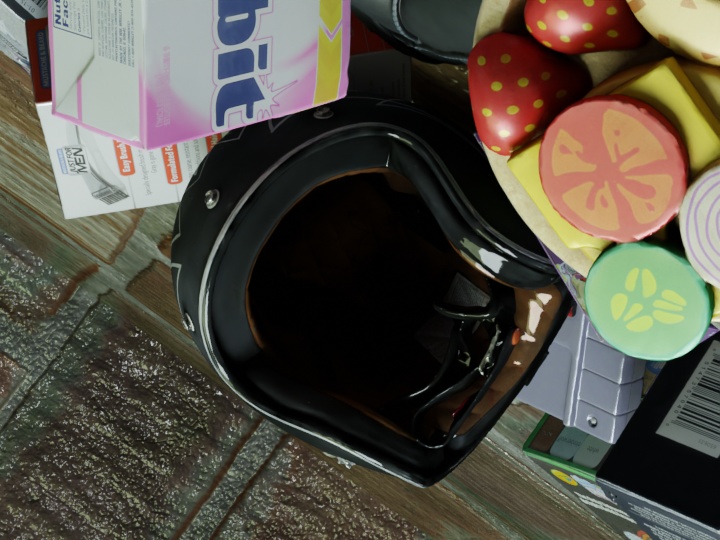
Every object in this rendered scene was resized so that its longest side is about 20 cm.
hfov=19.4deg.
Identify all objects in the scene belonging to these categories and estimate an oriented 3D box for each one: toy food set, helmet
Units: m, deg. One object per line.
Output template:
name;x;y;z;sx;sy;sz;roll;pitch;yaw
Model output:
toy food set;0.135;-0.064;0.812;0.200;0.049;0.198;-33;98;33
helmet;0.000;0.000;1.088;0.190;0.200;0.200;35;169;14

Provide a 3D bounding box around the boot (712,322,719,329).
boot;0.192;-0.008;0.966;0.182;0.073;0.200;41;169;33

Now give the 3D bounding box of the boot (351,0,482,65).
boot;0.035;-0.142;0.979;0.198;0.073;0.162;35;173;-37

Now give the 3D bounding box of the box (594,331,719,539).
box;0.256;0.127;1.258;0.104;0.148;0.200;20;163;48

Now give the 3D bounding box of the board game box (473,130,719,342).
board game box;0.125;-0.016;1.069;0.120;0.032;0.200;63;-164;12

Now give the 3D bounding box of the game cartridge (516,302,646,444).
game cartridge;0.099;0.016;1.337;0.200;0.038;0.130;24;121;41

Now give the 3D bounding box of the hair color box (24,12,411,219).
hair color box;-0.074;-0.096;1.150;0.111;0.199;0.064;88;171;-58

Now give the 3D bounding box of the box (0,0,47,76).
box;-0.149;-0.165;1.245;0.200;0.132;0.115;41;168;-28

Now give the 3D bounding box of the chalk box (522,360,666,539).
chalk box;0.204;0.111;1.402;0.200;0.124;0.125;42;167;-26

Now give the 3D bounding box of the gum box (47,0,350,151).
gum box;-0.064;-0.150;0.853;0.066;0.113;0.201;22;119;42
